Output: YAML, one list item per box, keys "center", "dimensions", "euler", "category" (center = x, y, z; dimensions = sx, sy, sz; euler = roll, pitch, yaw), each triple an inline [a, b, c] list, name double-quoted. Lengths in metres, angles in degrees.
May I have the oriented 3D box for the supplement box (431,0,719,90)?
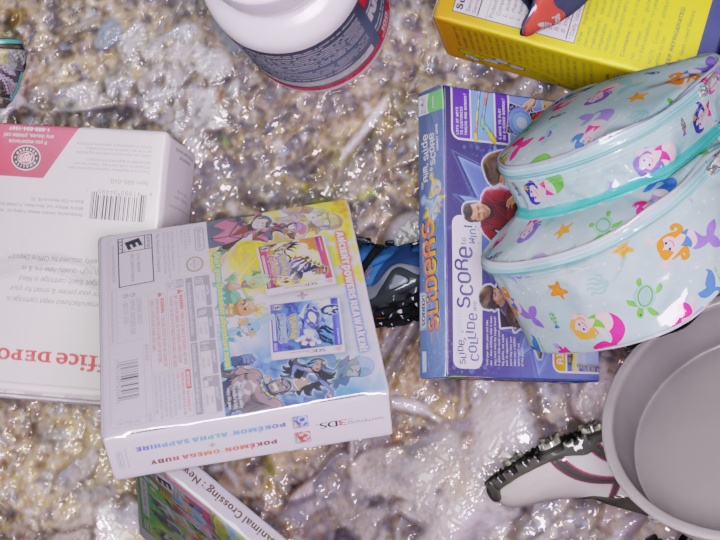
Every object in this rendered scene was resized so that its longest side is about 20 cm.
- center: [0.164, -0.192, 1.108]
  dimensions: [0.198, 0.110, 0.110]
  euler: [17, 86, 11]
  category: "supplement box"

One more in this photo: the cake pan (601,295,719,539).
- center: [0.255, 0.097, 0.995]
  dimensions: [0.198, 0.037, 0.202]
  euler: [-15, 43, 14]
  category: "cake pan"

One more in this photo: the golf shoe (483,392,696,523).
- center: [0.186, 0.142, 1.088]
  dimensions: [0.198, 0.077, 0.089]
  euler: [-18, 87, 8]
  category: "golf shoe"

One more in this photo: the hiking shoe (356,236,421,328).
- center: [0.000, 0.000, 1.136]
  dimensions: [0.198, 0.074, 0.087]
  euler: [-21, 69, 0]
  category: "hiking shoe"

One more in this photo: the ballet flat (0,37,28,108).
- center: [-0.358, -0.158, 1.219]
  dimensions: [0.198, 0.072, 0.073]
  euler: [9, 86, 12]
  category: "ballet flat"

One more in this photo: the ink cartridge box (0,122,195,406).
- center: [-0.208, -0.001, 1.166]
  dimensions: [0.144, 0.085, 0.203]
  euler: [4, 83, 10]
  category: "ink cartridge box"

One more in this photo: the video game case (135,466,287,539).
- center: [-0.083, 0.203, 1.070]
  dimensions: [0.181, 0.200, 0.022]
  euler: [38, 65, 12]
  category: "video game case"

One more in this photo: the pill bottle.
- center: [-0.049, -0.205, 1.100]
  dimensions: [0.118, 0.200, 0.121]
  euler: [-1, 84, 10]
  category: "pill bottle"

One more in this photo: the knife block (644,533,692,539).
- center: [0.221, 0.280, 1.066]
  dimensions: [0.174, 0.064, 0.202]
  euler: [-12, 100, -9]
  category: "knife block"

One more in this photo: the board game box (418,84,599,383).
- center: [0.105, -0.023, 1.099]
  dimensions: [0.134, 0.034, 0.203]
  euler: [5, 82, -30]
  category: "board game box"

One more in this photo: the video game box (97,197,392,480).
- center: [-0.081, 0.040, 1.033]
  dimensions: [0.180, 0.047, 0.201]
  euler: [-10, 41, -1]
  category: "video game box"

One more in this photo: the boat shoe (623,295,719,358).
- center: [0.272, 0.006, 1.095]
  dimensions: [0.199, 0.072, 0.073]
  euler: [-29, 92, 9]
  category: "boat shoe"

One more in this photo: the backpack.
- center: [0.174, -0.039, 1.006]
  dimensions: [0.200, 0.177, 0.151]
  euler: [-48, 114, -35]
  category: "backpack"

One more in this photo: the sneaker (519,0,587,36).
- center: [0.072, -0.240, 1.035]
  dimensions: [0.084, 0.075, 0.200]
  euler: [-42, 79, -2]
  category: "sneaker"
